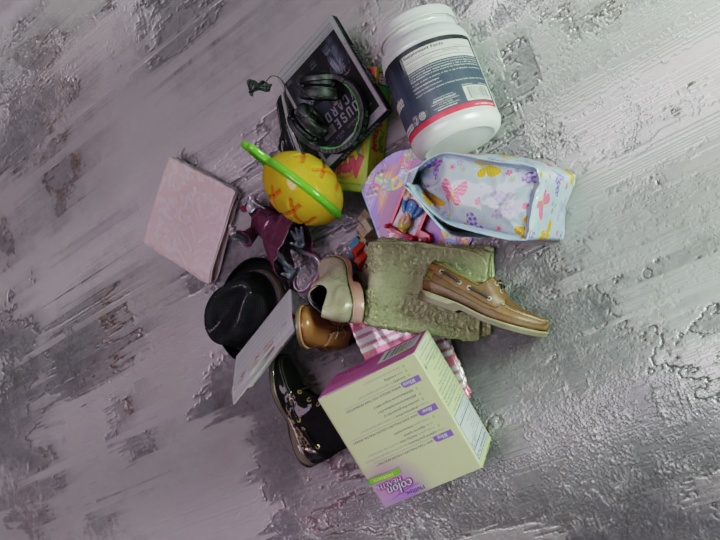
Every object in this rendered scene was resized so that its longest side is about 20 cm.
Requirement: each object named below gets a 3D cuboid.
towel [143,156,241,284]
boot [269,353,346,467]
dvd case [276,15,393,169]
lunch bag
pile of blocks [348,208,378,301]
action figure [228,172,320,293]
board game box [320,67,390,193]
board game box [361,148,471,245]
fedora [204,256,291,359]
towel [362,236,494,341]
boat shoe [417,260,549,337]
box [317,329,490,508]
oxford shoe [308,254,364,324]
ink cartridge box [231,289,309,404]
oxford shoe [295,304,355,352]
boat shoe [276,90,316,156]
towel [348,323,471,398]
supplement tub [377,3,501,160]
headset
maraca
[{"bbox_3d":[-0.323,-0.099,1.801,0.199,0.032,0.192,29,106,32],"label":"towel"},{"bbox_3d":[-0.066,0.222,1.587,0.150,0.073,0.201,-23,81,36],"label":"boot"},{"bbox_3d":[-0.045,-0.290,1.538,0.150,0.025,0.201,-41,67,31],"label":"dvd case"},{"bbox_3d":[0.181,-0.105,1.335,0.199,0.169,0.128,17,100,27],"label":"lunch bag"},{"bbox_3d":[0.000,0.000,1.543,0.082,0.062,0.202,-7,86,36],"label":"pile of blocks"},{"bbox_3d":[-0.145,-0.078,1.648,0.134,0.149,0.200,-48,41,0],"label":"action figure"},{"bbox_3d":[-0.009,-0.232,1.556,0.101,0.047,0.202,9,96,36],"label":"board game box"},{"bbox_3d":[0.084,-0.091,1.465,0.157,0.039,0.201,-22,87,24],"label":"board game box"},{"bbox_3d":[-0.213,0.074,1.682,0.199,0.091,0.202,1,92,36],"label":"fedora"},{"bbox_3d":[0.105,0.028,1.433,0.198,0.036,0.150,4,89,5],"label":"towel"},{"bbox_3d":[0.185,0.041,1.371,0.199,0.072,0.068,18,91,5],"label":"boat shoe"},{"bbox_3d":[0.068,0.223,1.414,0.175,0.097,0.201,-28,97,23],"label":"box"},{"bbox_3d":[-0.049,0.022,1.494,0.200,0.073,0.071,-125,39,-66],"label":"oxford shoe"},{"bbox_3d":[-0.145,0.131,1.549,0.047,0.200,0.160,37,100,-16],"label":"ink cartridge box"},{"bbox_3d":[-0.054,0.091,1.505,0.071,0.200,0.072,-5,81,16],"label":"oxford shoe"},{"bbox_3d":[-0.113,-0.209,1.617,0.060,0.075,0.201,-23,76,28],"label":"boat shoe"},{"bbox_3d":[0.073,0.131,1.476,0.146,0.030,0.201,-25,85,21],"label":"towel"},{"bbox_3d":[0.115,-0.278,1.406,0.140,0.140,0.201,-28,74,33],"label":"supplement tub"},{"bbox_3d":[-0.083,-0.262,1.493,0.199,0.094,0.124,27,107,22],"label":"headset"},{"bbox_3d":[-0.110,-0.145,1.520,0.200,0.137,0.107,36,85,13],"label":"maraca"}]
